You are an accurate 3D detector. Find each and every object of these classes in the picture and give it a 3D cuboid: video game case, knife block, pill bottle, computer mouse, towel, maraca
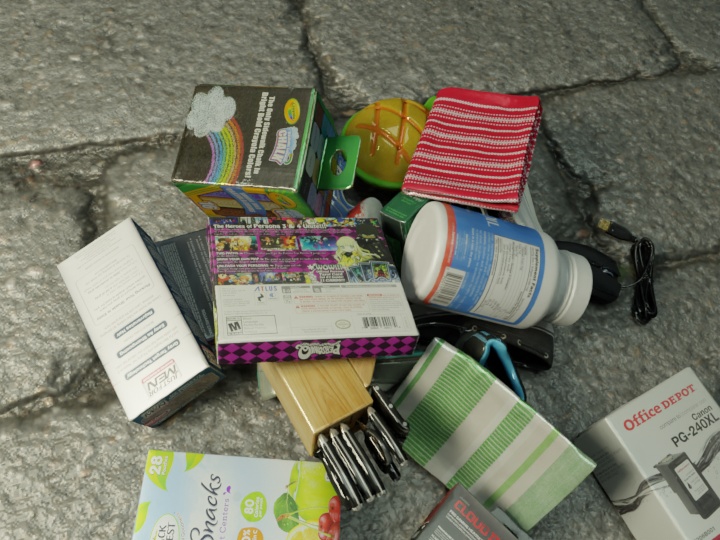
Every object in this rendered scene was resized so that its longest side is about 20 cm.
[{"bbox_3d":[-0.153,0.007,0.846,0.195,0.019,0.145,-17,65,-21],"label":"video game case"},{"bbox_3d":[-0.044,0.137,0.690,0.195,0.065,0.179,15,55,1],"label":"knife block"},{"bbox_3d":[0.152,0.001,0.780,0.195,0.113,0.115,14,57,-16],"label":"pill bottle"},{"bbox_3d":[0.314,-0.022,0.938,0.195,0.046,0.143,17,60,-1],"label":"computer mouse"},{"bbox_3d":[0.120,0.180,0.729,0.199,0.154,0.023,41,34,14],"label":"towel"},{"bbox_3d":[0.140,-0.155,0.853,0.141,0.023,0.203,10,50,15],"label":"towel"},{"bbox_3d":[-0.055,0.013,0.718,0.194,0.036,0.184,-1,43,-17],"label":"video game case"},{"bbox_3d":[0.066,-0.175,0.942,0.196,0.108,0.140,-18,69,-20],"label":"maraca"}]

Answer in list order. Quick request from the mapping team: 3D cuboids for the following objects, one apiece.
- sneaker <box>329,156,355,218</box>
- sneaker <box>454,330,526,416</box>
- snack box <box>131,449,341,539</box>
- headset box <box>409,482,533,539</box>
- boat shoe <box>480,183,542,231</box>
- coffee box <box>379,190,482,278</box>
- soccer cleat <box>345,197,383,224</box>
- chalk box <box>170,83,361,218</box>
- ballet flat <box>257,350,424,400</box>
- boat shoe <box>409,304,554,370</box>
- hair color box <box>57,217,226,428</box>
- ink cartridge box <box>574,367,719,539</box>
[{"bbox_3d":[-0.057,-0.135,0.916,0.075,0.076,0.205,-10,73,-12],"label":"sneaker"},{"bbox_3d":[0.148,0.167,0.753,0.071,0.082,0.205,-16,85,-11],"label":"sneaker"},{"bbox_3d":[-0.118,0.271,0.671,0.194,0.068,0.173,5,60,-6],"label":"snack box"},{"bbox_3d":[0.096,0.324,0.678,0.148,0.076,0.199,41,61,14],"label":"headset box"},{"bbox_3d":[0.196,-0.034,0.870,0.068,0.071,0.205,-22,96,-38],"label":"boat shoe"},{"bbox_3d":[0.106,-0.079,0.886,0.043,0.125,0.200,25,56,33],"label":"coffee box"},{"bbox_3d":[0.000,0.000,0.827,0.069,0.084,0.203,45,57,-36],"label":"soccer cleat"},{"bbox_3d":[-0.094,-0.127,0.809,0.194,0.124,0.128,7,75,14],"label":"chalk box"},{"bbox_3d":[-0.019,0.122,0.790,0.194,0.067,0.066,1,87,-10],"label":"ballet flat"},{"bbox_3d":[0.142,0.086,0.835,0.194,0.070,0.068,11,56,-14],"label":"boat shoe"},{"bbox_3d":[-0.239,0.055,0.761,0.099,0.061,0.202,-32,69,-4],"label":"hair color box"},{"bbox_3d":[0.359,0.233,0.778,0.142,0.084,0.203,-21,67,-22],"label":"ink cartridge box"}]
